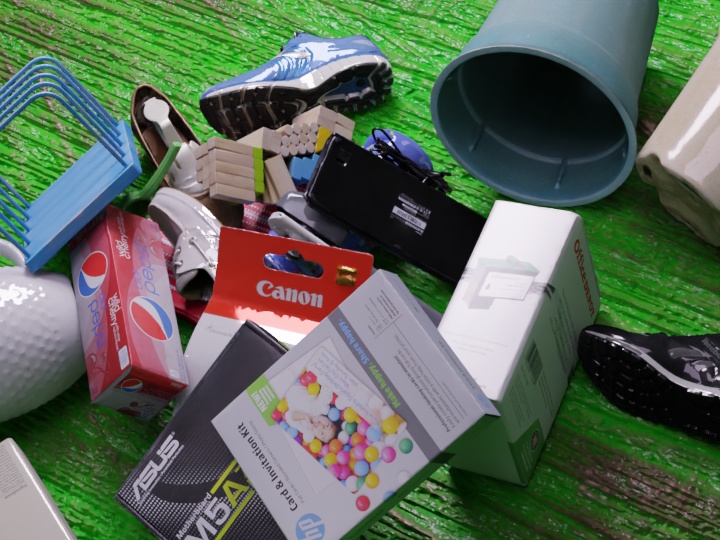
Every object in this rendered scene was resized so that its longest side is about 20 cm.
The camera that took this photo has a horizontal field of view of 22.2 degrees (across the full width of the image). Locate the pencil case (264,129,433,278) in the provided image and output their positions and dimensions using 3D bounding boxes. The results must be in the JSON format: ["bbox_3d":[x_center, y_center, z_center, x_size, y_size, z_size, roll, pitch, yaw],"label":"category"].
[{"bbox_3d":[-0.017,-0.053,1.763,0.087,0.078,0.200,31,68,37],"label":"pencil case"}]

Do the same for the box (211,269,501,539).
[{"bbox_3d":[-0.007,0.122,1.512,0.200,0.041,0.156,-42,67,15],"label":"box"}]

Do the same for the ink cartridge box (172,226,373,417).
[{"bbox_3d":[-0.080,0.072,1.644,0.159,0.047,0.201,11,98,22],"label":"ink cartridge box"}]

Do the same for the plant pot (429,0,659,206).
[{"bbox_3d":[0.190,-0.200,1.755,0.199,0.201,0.196,9,50,20],"label":"plant pot"}]

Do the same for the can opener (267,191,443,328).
[{"bbox_3d":[0.000,0.000,1.682,0.200,0.053,0.067,38,72,0],"label":"can opener"}]

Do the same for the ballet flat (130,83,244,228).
[{"bbox_3d":[-0.180,-0.118,1.828,0.068,0.072,0.200,-28,54,-7],"label":"ballet flat"}]

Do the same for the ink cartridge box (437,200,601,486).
[{"bbox_3d":[0.133,0.061,1.601,0.084,0.146,0.200,12,58,24],"label":"ink cartridge box"}]

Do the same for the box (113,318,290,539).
[{"bbox_3d":[-0.083,0.177,1.583,0.193,0.048,0.200,38,92,21],"label":"box"}]

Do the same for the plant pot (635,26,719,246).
[{"bbox_3d":[0.356,-0.123,1.664,0.184,0.201,0.200,-47,57,-5],"label":"plant pot"}]

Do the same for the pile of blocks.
[{"bbox_3d":[-0.089,-0.103,1.808,0.200,0.082,0.062,-22,0,-41],"label":"pile of blocks"}]

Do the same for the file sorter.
[{"bbox_3d":[-0.306,-0.112,1.764,0.139,0.123,0.200,-42,19,4],"label":"file sorter"}]

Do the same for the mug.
[{"bbox_3d":[-0.357,0.050,1.733,0.175,0.148,0.200,-15,55,-13],"label":"mug"}]

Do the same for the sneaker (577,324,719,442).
[{"bbox_3d":[0.289,0.089,1.600,0.199,0.076,0.088,25,50,24],"label":"sneaker"}]

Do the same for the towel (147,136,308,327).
[{"bbox_3d":[-0.150,-0.040,1.824,0.144,0.023,0.200,25,65,27],"label":"towel"}]

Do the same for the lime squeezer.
[{"bbox_3d":[-0.232,-0.074,1.829,0.200,0.038,0.071,-13,63,50],"label":"lime squeezer"}]

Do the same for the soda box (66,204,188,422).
[{"bbox_3d":[-0.215,0.036,1.689,0.063,0.070,0.201,-42,45,29],"label":"soda box"}]

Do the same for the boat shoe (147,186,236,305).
[{"bbox_3d":[-0.148,-0.004,1.740,0.069,0.071,0.200,-37,58,-18],"label":"boat shoe"}]

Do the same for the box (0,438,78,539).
[{"bbox_3d":[-0.291,0.250,1.625,0.082,0.068,0.200,-32,54,-9],"label":"box"}]

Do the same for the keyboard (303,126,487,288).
[{"bbox_3d":[0.044,-0.057,1.722,0.200,0.040,0.104,30,69,-15],"label":"keyboard"}]

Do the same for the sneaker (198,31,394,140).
[{"bbox_3d":[-0.069,-0.193,1.889,0.199,0.079,0.089,-14,42,-4],"label":"sneaker"}]
